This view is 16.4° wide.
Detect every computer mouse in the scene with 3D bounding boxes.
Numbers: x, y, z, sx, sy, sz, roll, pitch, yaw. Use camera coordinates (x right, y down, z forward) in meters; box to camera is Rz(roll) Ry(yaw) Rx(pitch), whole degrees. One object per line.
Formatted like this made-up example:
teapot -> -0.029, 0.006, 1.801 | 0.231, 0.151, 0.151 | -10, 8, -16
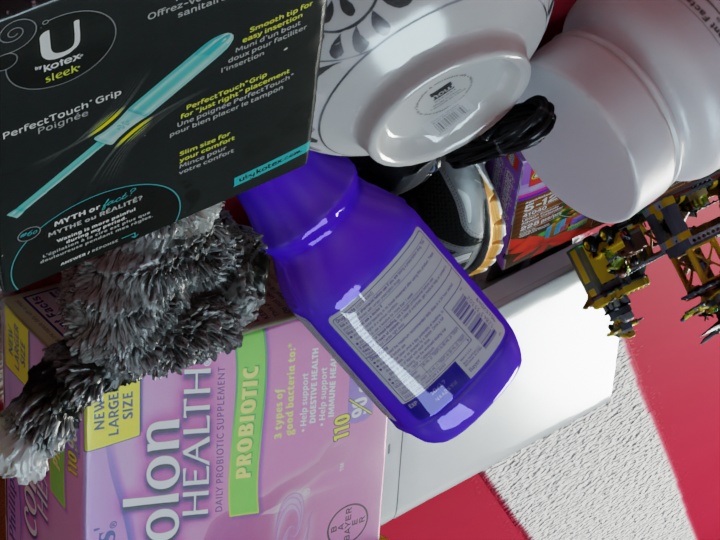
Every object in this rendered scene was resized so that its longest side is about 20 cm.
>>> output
computer mouse -> 0.048, -0.062, 1.287 | 0.059, 0.034, 0.200 | -40, -164, -19

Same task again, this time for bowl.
bowl -> 0.021, -0.112, 1.193 | 0.200, 0.094, 0.201 | -24, 157, -11

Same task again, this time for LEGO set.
LEGO set -> 0.232, -0.002, 1.474 | 0.200, 0.116, 0.154 | -22, 174, -34

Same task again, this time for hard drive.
hard drive -> 0.079, 0.066, 1.521 | 0.200, 0.027, 0.132 | -26, 136, -32

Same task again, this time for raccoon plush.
raccoon plush -> -0.121, 0.008, 1.203 | 0.200, 0.097, 0.134 | -59, 153, -13

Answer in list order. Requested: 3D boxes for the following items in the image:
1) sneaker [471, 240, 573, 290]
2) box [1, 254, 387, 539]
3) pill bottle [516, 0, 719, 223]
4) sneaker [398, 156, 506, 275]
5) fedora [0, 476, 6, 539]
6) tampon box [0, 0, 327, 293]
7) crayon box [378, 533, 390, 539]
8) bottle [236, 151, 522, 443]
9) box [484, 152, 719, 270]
sneaker -> 0.067, 0.022, 1.569 | 0.078, 0.090, 0.200 | -10, 128, -40
box -> -0.090, 0.088, 1.390 | 0.200, 0.097, 0.176 | -15, 124, -30
pill bottle -> 0.176, -0.118, 1.282 | 0.200, 0.113, 0.113 | -37, 162, -23
sneaker -> 0.023, -0.016, 1.429 | 0.077, 0.078, 0.200 | -13, 154, -23
fedora -> -0.184, 0.156, 1.539 | 0.200, 0.082, 0.201 | -28, 164, -9
tampon box -> -0.105, -0.113, 0.991 | 0.150, 0.126, 0.200 | -23, 157, -16
crayon box -> -0.083, 0.196, 1.454 | 0.200, 0.119, 0.058 | -17, 114, -31
bottle -> 0.000, 0.000, 1.310 | 0.084, 0.200, 0.065 | -46, -155, -10
box -> 0.163, -0.082, 1.412 | 0.200, 0.039, 0.137 | -25, 157, -12
